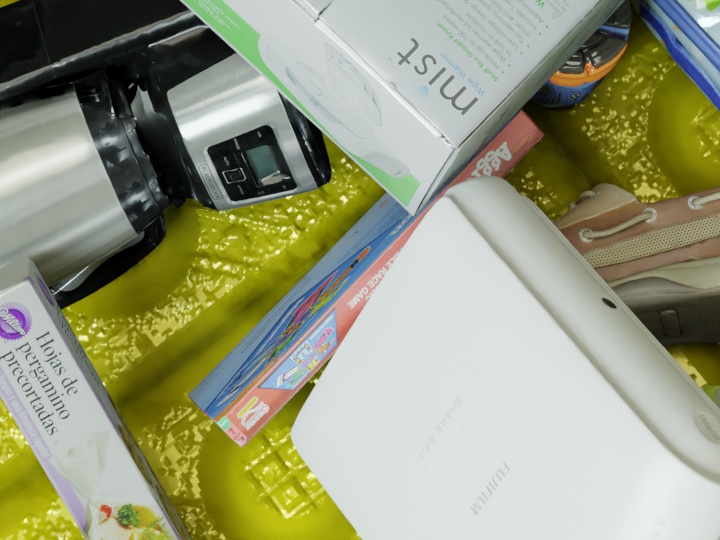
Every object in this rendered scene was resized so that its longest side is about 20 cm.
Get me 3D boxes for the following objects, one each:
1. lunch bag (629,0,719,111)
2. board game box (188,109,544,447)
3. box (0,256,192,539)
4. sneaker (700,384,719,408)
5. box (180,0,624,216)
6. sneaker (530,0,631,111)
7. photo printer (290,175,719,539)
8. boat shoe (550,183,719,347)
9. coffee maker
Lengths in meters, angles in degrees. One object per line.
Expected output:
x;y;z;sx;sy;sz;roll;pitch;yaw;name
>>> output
0.227;-0.136;1.080;0.161;0.082;0.200;-38;75;-1;lunch bag
0.000;0.000;1.059;0.200;0.103;0.019;-46;100;-5;board game box
-0.121;0.091;1.029;0.039;0.041;0.201;-28;108;0;box
0.185;0.091;1.031;0.199;0.105;0.076;-22;48;34;sneaker
0.016;-0.160;0.983;0.200;0.097;0.177;42;71;4;box
0.079;-0.165;1.104;0.075;0.079;0.201;-5;63;-7;sneaker
0.072;0.085;0.968;0.200;0.069;0.167;51;124;29;photo printer
0.120;-0.001;1.067;0.199;0.076;0.072;-6;62;5;boat shoe
-0.133;-0.091;1.077;0.199;0.135;0.193;-23;75;-1;coffee maker
